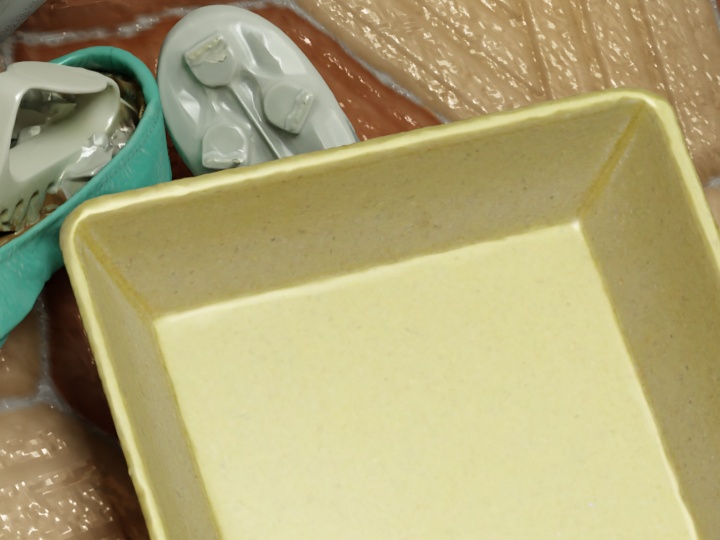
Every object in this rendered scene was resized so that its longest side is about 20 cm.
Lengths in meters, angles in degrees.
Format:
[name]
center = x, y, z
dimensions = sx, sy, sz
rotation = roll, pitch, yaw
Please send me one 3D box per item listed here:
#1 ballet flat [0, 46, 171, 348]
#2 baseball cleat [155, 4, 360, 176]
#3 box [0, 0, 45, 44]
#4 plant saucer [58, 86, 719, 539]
[ballet flat]
center = -0.118, -0.019, 0.867
dimensions = 0.067, 0.071, 0.200
rotation = 11, 27, 21
[baseball cleat]
center = 0.000, 0.000, 0.971
dimensions = 0.106, 0.070, 0.201
rotation = -52, 117, -83
[box]
center = -0.105, -0.144, 0.852
dimensions = 0.097, 0.200, 0.176
rotation = 47, 12, 0
[plant saucer]
center = 0.028, 0.059, 0.871
dimensions = 0.199, 0.048, 0.201
rotation = -13, 69, -17
